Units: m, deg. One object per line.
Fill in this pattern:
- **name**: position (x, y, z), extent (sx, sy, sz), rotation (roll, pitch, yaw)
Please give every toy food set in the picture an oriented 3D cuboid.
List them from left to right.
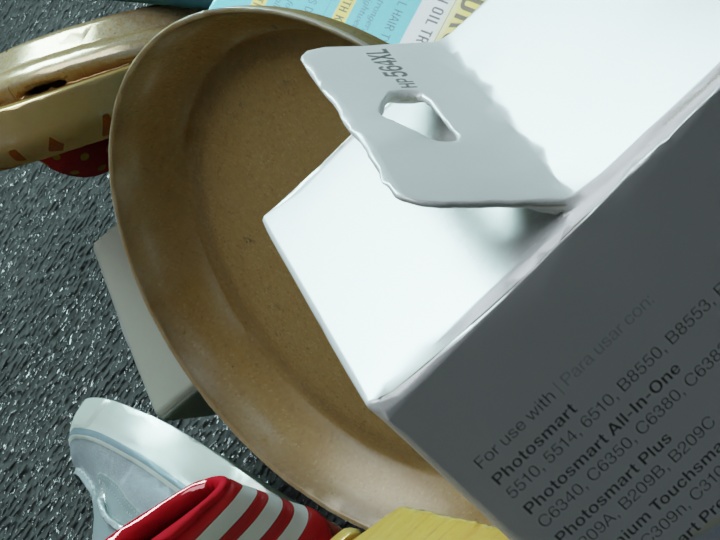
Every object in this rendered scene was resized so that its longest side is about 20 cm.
- **toy food set**: position (-0.061, -0.071, 1.137), extent (0.200, 0.198, 0.049), rotation (140, 117, -82)

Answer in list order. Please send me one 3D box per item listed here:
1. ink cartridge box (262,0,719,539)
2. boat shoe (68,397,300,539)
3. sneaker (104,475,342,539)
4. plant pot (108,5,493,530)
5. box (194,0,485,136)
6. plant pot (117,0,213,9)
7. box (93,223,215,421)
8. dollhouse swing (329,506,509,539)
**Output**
- **ink cartridge box**: position (0.080, 0.013, 0.694), extent (0.125, 0.200, 0.129), rotation (-44, 24, 4)
- **boat shoe**: position (-0.074, 0.099, 1.099), extent (0.072, 0.070, 0.201), rotation (-58, 25, -7)
- **sneaker**: position (-0.069, 0.160, 0.954), extent (0.078, 0.116, 0.200), rotation (-15, 48, 59)
- **plant pot**: position (0.000, 0.000, 0.946), extent (0.027, 0.200, 0.200), rotation (-38, 7, -38)
- **box**: position (0.044, -0.063, 0.946), extent (0.200, 0.049, 0.082), rotation (23, 83, 32)
- **plant pot**: position (-0.088, -0.186, 1.095), extent (0.200, 0.141, 0.141), rotation (5, 28, 36)
- **box**: position (-0.010, -0.023, 1.081), extent (0.200, 0.068, 0.082), rotation (-36, 68, 42)
- **dollhouse swing**: position (0.013, 0.186, 0.724), extent (0.182, 0.176, 0.200), rotation (-42, 6, -10)
